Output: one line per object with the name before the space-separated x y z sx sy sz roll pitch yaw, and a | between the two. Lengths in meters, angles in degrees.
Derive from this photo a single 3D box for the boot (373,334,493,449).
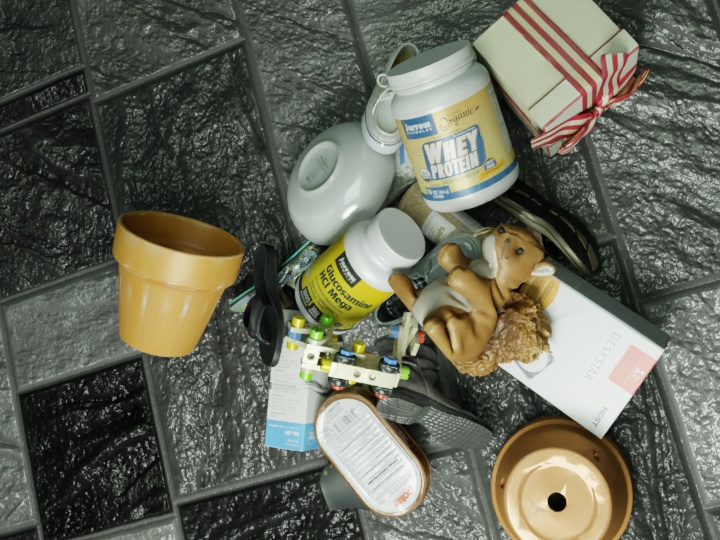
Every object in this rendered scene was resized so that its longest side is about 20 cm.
boot | 0.110 0.171 1.188 0.070 0.199 0.133 -44 28 35

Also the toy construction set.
toy construction set | -0.005 0.112 1.118 0.197 0.131 0.093 -2 107 -7

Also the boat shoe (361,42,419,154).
boat shoe | 0.057 -0.267 1.206 0.074 0.086 0.204 21 53 -4

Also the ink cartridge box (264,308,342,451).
ink cartridge box | -0.082 0.163 1.229 0.066 0.116 0.203 3 85 23

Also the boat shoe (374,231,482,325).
boat shoe | 0.096 0.021 1.183 0.201 0.071 0.070 -42 83 33

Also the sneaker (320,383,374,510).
sneaker | -0.015 0.261 1.221 0.105 0.075 0.203 -9 83 12

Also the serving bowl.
serving bowl | -0.044 -0.143 1.233 0.199 0.066 0.202 -23 53 34

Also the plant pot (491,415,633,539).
plant pot | 0.270 0.303 1.099 0.197 0.140 0.203 -2 84 15

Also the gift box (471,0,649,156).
gift box | 0.273 -0.277 1.135 0.184 0.200 0.187 -42 76 13

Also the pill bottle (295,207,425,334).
pill bottle | 0.000 0.000 1.169 0.200 0.112 0.113 -42 72 40

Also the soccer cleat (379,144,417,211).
soccer cleat | 0.079 -0.166 1.238 0.086 0.070 0.201 35 93 34

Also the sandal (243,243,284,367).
sandal | -0.150 0.052 1.199 0.075 0.047 0.202 -53 39 46

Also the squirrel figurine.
squirrel figurine | 0.172 0.038 1.072 0.186 0.142 0.200 -40 117 1

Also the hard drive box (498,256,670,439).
hard drive box | 0.296 0.103 1.125 0.199 0.077 0.157 34 112 17

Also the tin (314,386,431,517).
tin | 0.015 0.260 1.162 0.112 0.042 0.200 -43 83 19

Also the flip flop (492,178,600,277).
flip flop | 0.263 -0.060 1.180 0.199 0.081 0.058 37 130 9

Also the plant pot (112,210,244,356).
plant pot | -0.301 0.027 1.285 0.198 0.200 0.185 22 106 18

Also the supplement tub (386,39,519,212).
supplement tub | 0.126 -0.199 1.127 0.143 0.145 0.202 -18 111 14

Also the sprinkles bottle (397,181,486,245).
sprinkles bottle | 0.148 -0.052 1.211 0.200 0.068 0.068 40 96 17

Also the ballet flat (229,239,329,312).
ballet flat | -0.118 0.022 1.286 0.199 0.074 0.075 -38 75 13
